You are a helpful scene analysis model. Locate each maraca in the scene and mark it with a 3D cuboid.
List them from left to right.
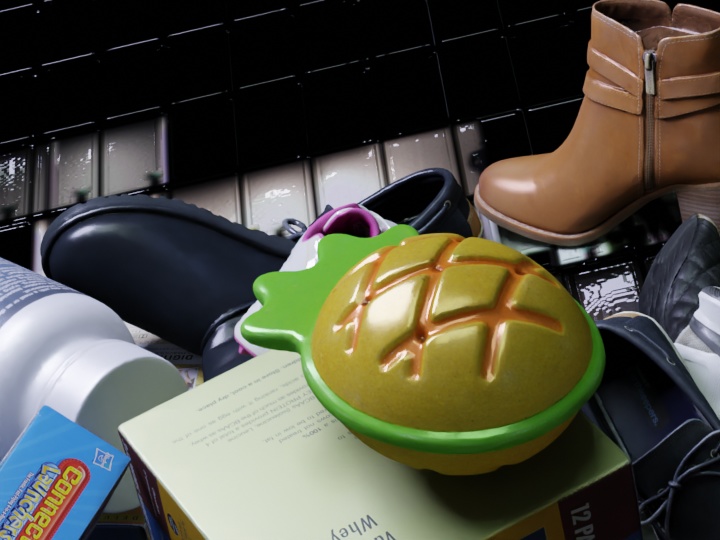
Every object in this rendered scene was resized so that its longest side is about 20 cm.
[{"bbox_3d":[0.030,0.032,1.399,0.137,0.107,0.200,-29,39,-31],"label":"maraca"}]

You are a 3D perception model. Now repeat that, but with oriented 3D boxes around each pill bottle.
[{"bbox_3d":[-0.193,0.061,1.598,0.200,0.120,0.120,20,47,41],"label":"pill bottle"}]

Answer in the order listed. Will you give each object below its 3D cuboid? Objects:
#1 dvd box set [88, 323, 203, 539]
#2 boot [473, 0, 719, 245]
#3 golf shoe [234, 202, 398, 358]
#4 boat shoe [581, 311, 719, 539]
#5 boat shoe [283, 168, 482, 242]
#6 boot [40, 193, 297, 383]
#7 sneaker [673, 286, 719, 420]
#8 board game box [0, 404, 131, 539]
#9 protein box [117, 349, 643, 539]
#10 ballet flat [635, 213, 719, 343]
[{"bbox_3d":[-0.162,0.094,1.676,0.146,0.029,0.200,-2,35,17],"label":"dvd box set"},{"bbox_3d":[0.155,-0.097,1.777,0.199,0.155,0.074,1,37,22],"label":"boot"},{"bbox_3d":[0.000,0.000,1.600,0.075,0.092,0.200,31,25,6],"label":"golf shoe"},{"bbox_3d":[0.170,0.106,1.503,0.075,0.062,0.200,-37,67,18],"label":"boat shoe"},{"bbox_3d":[-0.018,-0.006,1.786,0.199,0.062,0.075,-24,37,-11],"label":"boat shoe"},{"bbox_3d":[-0.083,0.042,1.634,0.199,0.077,0.168,13,34,-17],"label":"boot"},{"bbox_3d":[0.243,0.107,1.548,0.200,0.116,0.076,34,10,21],"label":"sneaker"},{"bbox_3d":[-0.211,0.200,1.467,0.056,0.200,0.196,31,45,0],"label":"board game box"},{"bbox_3d":[0.015,0.137,1.470,0.198,0.135,0.200,-26,39,-16],"label":"protein box"},{"bbox_3d":[0.195,0.038,1.677,0.057,0.067,0.200,25,36,-12],"label":"ballet flat"}]
